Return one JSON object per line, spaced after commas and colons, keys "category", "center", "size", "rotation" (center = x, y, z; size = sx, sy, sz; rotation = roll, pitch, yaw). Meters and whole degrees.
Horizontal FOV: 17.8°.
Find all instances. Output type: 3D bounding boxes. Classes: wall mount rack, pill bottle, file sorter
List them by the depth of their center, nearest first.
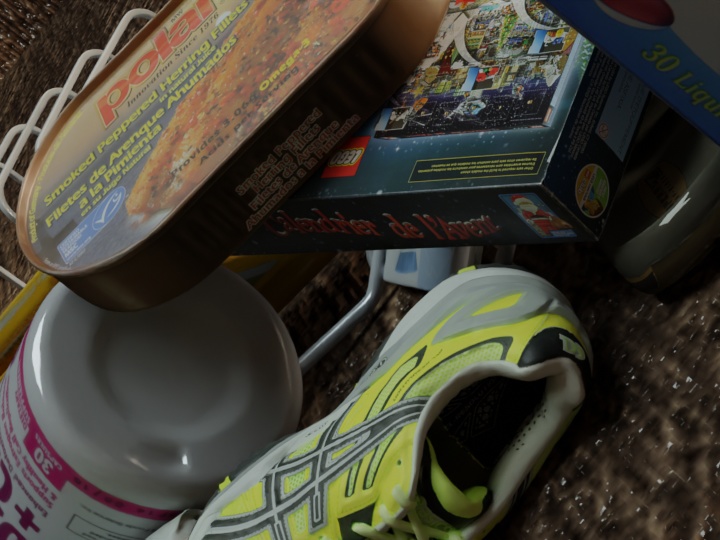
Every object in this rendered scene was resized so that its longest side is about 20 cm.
{"category": "pill bottle", "center": [-0.107, 0.085, 0.971], "size": [0.113, 0.113, 0.200], "rotation": [-64, 5, -36]}
{"category": "wall mount rack", "center": [0.000, 0.000, 0.988], "size": [0.200, 0.075, 0.174], "rotation": [-167, 86, -74]}
{"category": "file sorter", "center": [-0.167, -0.050, 1.466], "size": [0.200, 0.125, 0.139], "rotation": [-39, 21, 39]}

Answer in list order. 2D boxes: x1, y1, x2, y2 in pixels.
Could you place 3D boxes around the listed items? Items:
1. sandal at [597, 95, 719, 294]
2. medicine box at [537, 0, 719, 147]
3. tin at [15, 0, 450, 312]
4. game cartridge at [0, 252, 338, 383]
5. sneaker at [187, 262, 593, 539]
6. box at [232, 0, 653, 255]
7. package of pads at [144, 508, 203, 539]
{"category": "sandal", "center": [0.090, -0.047, 0.855], "size": [0.082, 0.055, 0.200], "rotation": [-49, 16, 11]}
{"category": "medicine box", "center": [0.141, -0.153, 0.710], "size": [0.200, 0.182, 0.103], "rotation": [-38, 21, 42]}
{"category": "tin", "center": [-0.048, -0.069, 0.872], "size": [0.200, 0.042, 0.112], "rotation": [-44, 42, 6]}
{"category": "game cartridge", "center": [-0.104, 0.029, 1.088], "size": [0.200, 0.032, 0.176], "rotation": [-17, -21, -46]}
{"category": "sneaker", "center": [0.002, 0.082, 0.787], "size": [0.200, 0.075, 0.076], "rotation": [-53, 15, 3]}
{"category": "box", "center": [0.024, -0.074, 0.868], "size": [0.200, 0.038, 0.137], "rotation": [-1, 58, 44]}
{"category": "package of pads", "center": [-0.108, 0.198, 0.854], "size": [0.155, 0.068, 0.200], "rotation": [-39, 21, 41]}
